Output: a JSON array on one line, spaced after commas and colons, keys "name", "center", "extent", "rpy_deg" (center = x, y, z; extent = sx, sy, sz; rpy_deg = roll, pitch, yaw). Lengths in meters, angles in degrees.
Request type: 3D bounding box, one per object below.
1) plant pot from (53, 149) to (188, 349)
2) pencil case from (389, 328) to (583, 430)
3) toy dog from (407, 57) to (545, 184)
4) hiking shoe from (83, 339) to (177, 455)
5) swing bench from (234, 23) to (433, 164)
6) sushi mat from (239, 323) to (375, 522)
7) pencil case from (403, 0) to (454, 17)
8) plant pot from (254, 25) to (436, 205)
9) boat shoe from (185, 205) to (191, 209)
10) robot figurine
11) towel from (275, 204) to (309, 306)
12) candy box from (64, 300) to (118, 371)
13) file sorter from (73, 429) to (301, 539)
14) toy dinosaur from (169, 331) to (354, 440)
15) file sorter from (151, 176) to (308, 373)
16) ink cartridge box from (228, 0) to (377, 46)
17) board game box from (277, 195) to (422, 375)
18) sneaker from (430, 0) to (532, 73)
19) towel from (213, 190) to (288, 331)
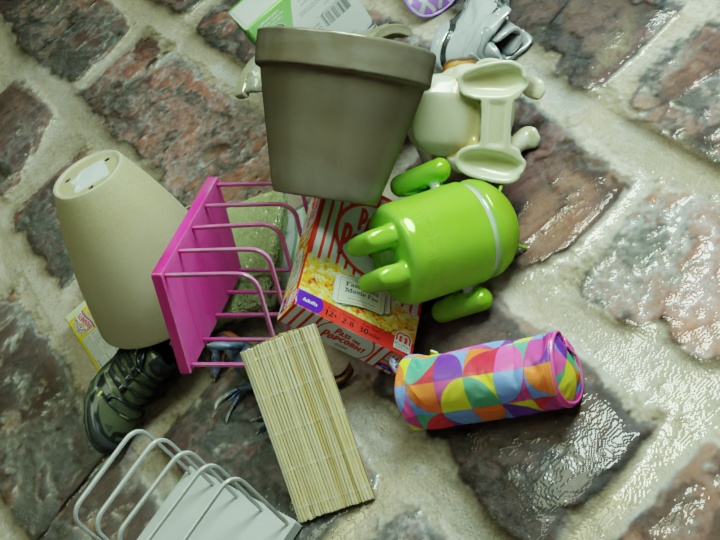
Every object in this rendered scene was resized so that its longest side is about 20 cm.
[{"name": "plant pot", "center": [-0.282, -0.041, 1.732], "extent": [0.187, 0.200, 0.188], "rpy_deg": [-18, 34, 13]}, {"name": "pencil case", "center": [0.128, 0.111, 1.464], "extent": [0.199, 0.088, 0.089], "rpy_deg": [-9, 48, 31]}, {"name": "toy dog", "center": [0.126, -0.184, 1.698], "extent": [0.193, 0.140, 0.200], "rpy_deg": [-6, 13, 10]}, {"name": "hiking shoe", "center": [-0.276, 0.130, 1.754], "extent": [0.101, 0.076, 0.201], "rpy_deg": [-11, 56, 57]}, {"name": "swing bench", "center": [-0.014, -0.222, 1.806], "extent": [0.198, 0.200, 0.130], "rpy_deg": [-4, 50, 37]}, {"name": "sushi mat", "center": [-0.058, 0.163, 1.525], "extent": [0.095, 0.012, 0.201], "rpy_deg": [-24, 81, 23]}, {"name": "pencil case", "center": [0.076, -0.439, 2.035], "extent": [0.084, 0.086, 0.200], "rpy_deg": [-34, 38, 9]}, {"name": "plant pot", "center": [-0.027, -0.164, 1.553], "extent": [0.200, 0.200, 0.174], "rpy_deg": [12, 96, 45]}, {"name": "boat shoe", "center": [-0.258, 0.002, 1.879], "extent": [0.073, 0.063, 0.201], "rpy_deg": [8, 49, 32]}, {"name": "robot figurine", "center": [0.089, -0.032, 1.572], "extent": [0.199, 0.176, 0.116], "rpy_deg": [-18, -3, -24]}, {"name": "towel", "center": [-0.082, -0.026, 1.810], "extent": [0.199, 0.031, 0.150], "rpy_deg": [-21, 41, 23]}, {"name": "candy box", "center": [-0.325, 0.081, 1.908], "extent": [0.102, 0.026, 0.200], "rpy_deg": [-42, 38, -3]}, {"name": "file sorter", "center": [-0.196, 0.272, 1.541], "extent": [0.200, 0.125, 0.139], "rpy_deg": [16, 64, 47]}, {"name": "toy dinosaur", "center": [-0.123, 0.122, 1.695], "extent": [0.199, 0.105, 0.182], "rpy_deg": [-7, 28, -11]}, {"name": "file sorter", "center": [-0.134, 0.002, 1.628], "extent": [0.125, 0.139, 0.200], "rpy_deg": [0, 35, 17]}, {"name": "ink cartridge box", "center": [-0.058, -0.314, 1.932], "extent": [0.145, 0.200, 0.084], "rpy_deg": [-40, 36, -1]}, {"name": "board game box", "center": [0.000, 0.000, 1.620], "extent": [0.046, 0.151, 0.200], "rpy_deg": [-43, 27, 48]}, {"name": "sneaker", "center": [0.179, -0.339, 1.865], "extent": [0.115, 0.075, 0.200], "rpy_deg": [11, 66, 44]}, {"name": "towel", "center": [-0.157, -0.012, 1.817], "extent": [0.148, 0.036, 0.200], "rpy_deg": [-20, 46, 27]}]
